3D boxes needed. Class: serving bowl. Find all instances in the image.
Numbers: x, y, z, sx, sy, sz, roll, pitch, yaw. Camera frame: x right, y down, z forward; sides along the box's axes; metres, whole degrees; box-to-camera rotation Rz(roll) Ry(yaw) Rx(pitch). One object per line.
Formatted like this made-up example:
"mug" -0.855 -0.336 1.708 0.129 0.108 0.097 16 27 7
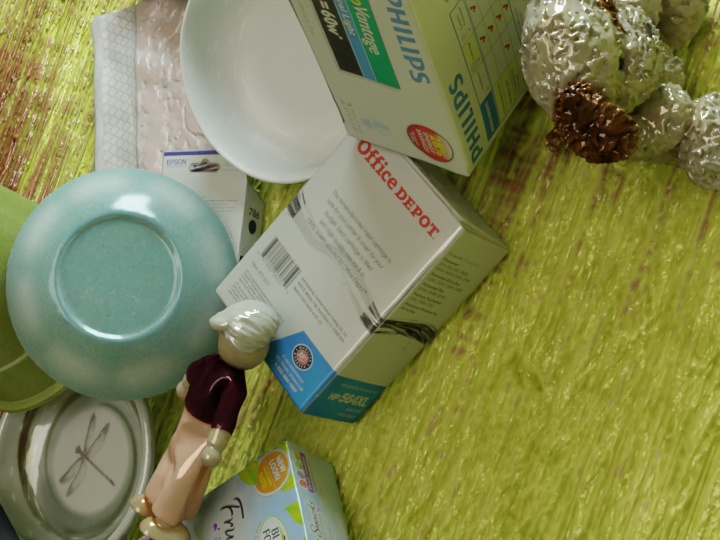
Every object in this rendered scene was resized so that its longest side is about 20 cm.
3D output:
"serving bowl" -0.057 -0.178 1.186 0.199 0.066 0.202 10 108 33

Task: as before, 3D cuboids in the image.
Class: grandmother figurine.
"grandmother figurine" -0.121 0.113 1.110 0.121 0.060 0.201 42 110 51

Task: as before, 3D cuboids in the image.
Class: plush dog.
"plush dog" 0.170 -0.145 0.996 0.160 0.171 0.202 -21 68 29

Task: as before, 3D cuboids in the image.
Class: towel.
"towel" -0.181 -0.176 1.330 0.190 0.032 0.202 -12 72 31

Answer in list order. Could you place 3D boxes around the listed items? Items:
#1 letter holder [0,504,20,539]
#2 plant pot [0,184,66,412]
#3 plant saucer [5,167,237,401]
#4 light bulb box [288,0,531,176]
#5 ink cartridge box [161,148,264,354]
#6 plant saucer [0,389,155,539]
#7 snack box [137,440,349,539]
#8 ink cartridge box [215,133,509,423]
"letter holder" -0.391 0.267 1.289 0.200 0.100 0.143 49 132 35
"plant pot" -0.342 -0.004 1.264 0.199 0.190 0.201 -23 46 26
"plant saucer" -0.202 0.008 1.184 0.199 0.039 0.203 1 81 -5
"light bulb box" 0.060 -0.217 1.032 0.124 0.199 0.201 21 64 32
"ink cartridge box" -0.141 -0.007 1.252 0.099 0.039 0.202 2 80 30
"plant saucer" -0.252 0.173 1.277 0.199 0.050 0.202 -9 73 33
"snack box" -0.098 0.260 1.119 0.199 0.068 0.169 -35 46 21
"ink cartridge box" 0.000 0.000 1.129 0.200 0.084 0.146 -48 56 14
